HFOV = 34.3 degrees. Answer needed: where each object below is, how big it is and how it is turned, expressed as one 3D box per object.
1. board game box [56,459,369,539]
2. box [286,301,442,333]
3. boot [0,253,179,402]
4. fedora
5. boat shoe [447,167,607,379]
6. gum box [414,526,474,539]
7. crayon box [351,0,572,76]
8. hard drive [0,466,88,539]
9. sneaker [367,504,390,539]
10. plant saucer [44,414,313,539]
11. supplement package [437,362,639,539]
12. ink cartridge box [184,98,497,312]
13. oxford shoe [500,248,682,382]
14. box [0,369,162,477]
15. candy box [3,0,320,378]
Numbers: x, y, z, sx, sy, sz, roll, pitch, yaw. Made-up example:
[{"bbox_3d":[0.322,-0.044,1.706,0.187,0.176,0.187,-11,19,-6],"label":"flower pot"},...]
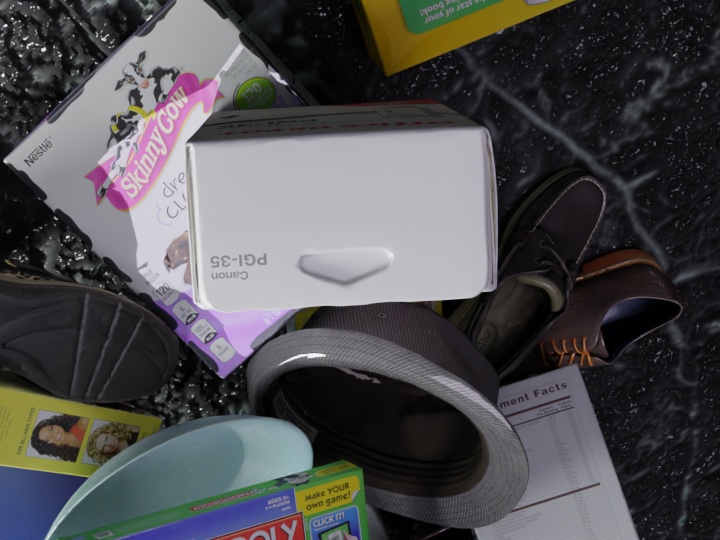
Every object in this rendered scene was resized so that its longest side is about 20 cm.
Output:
[{"bbox_3d":[-0.084,0.210,0.743,0.200,0.029,0.135,-11,101,-29],"label":"board game box"},{"bbox_3d":[0.000,0.000,0.870,0.117,0.048,0.200,-9,122,-10],"label":"box"},{"bbox_3d":[-0.227,0.017,0.751,0.200,0.151,0.073,13,102,-34],"label":"boot"},{"bbox_3d":[0.025,0.084,0.799,0.200,0.090,0.177,17,138,8],"label":"fedora"},{"bbox_3d":[0.130,0.011,0.874,0.073,0.065,0.200,36,83,-22],"label":"boat shoe"},{"bbox_3d":[0.122,0.229,0.984,0.200,0.114,0.066,-24,77,-3],"label":"gum box"},{"bbox_3d":[0.077,-0.244,0.751,0.200,0.058,0.173,-22,123,-3],"label":"crayon box"},{"bbox_3d":[-0.220,0.159,0.808,0.132,0.025,0.200,-20,90,-44],"label":"hard drive"},{"bbox_3d":[-0.053,0.190,0.924,0.118,0.074,0.200,-24,137,-1],"label":"sneaker"},{"bbox_3d":[-0.127,0.154,0.775,0.201,0.039,0.201,-25,144,-19],"label":"plant saucer"},{"bbox_3d":[0.139,0.185,0.877,0.114,0.110,0.200,-17,77,0],"label":"supplement package"},{"bbox_3d":[-0.013,-0.043,0.630,0.146,0.200,0.083,-3,102,-3],"label":"ink cartridge box"},{"bbox_3d":[0.157,0.048,0.925,0.200,0.073,0.071,-27,122,-1],"label":"oxford shoe"},{"bbox_3d":[-0.225,0.090,0.728,0.200,0.075,0.050,20,86,-49],"label":"box"},{"bbox_3d":[-0.097,-0.060,0.762,0.168,0.072,0.200,-42,103,9],"label":"candy box"}]
